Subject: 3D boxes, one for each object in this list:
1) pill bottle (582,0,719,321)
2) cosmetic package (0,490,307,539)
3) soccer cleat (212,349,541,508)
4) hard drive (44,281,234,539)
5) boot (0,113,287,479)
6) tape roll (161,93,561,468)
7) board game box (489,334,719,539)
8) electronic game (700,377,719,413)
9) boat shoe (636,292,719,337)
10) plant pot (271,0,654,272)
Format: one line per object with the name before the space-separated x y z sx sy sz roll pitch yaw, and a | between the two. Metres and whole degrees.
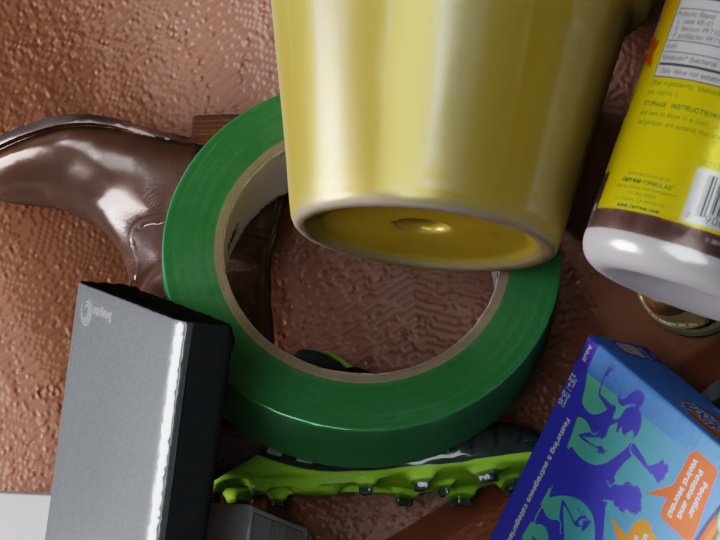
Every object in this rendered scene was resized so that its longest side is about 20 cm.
pill bottle | 0.183 -0.080 1.309 0.109 0.109 0.200 18 84 21
cosmetic package | -0.136 0.146 1.493 0.200 0.083 0.051 1 75 20
soccer cleat | 0.001 0.080 1.462 0.200 0.068 0.081 -3 74 21
hard drive | -0.113 0.112 1.376 0.140 0.033 0.200 17 100 63
boot | -0.127 0.019 1.488 0.186 0.064 0.200 -5 66 18
tape roll | 0.000 0.000 1.427 0.200 0.048 0.201 1 62 -1
board game box | 0.146 0.144 1.349 0.200 0.045 0.152 41 111 48
electronic game | 0.202 0.136 1.352 0.200 0.042 0.200 -20 64 48
boat shoe | 0.201 -0.056 1.394 0.076 0.074 0.200 31 95 20
plant pot | 0.039 -0.105 1.362 0.201 0.201 0.189 2 77 21
